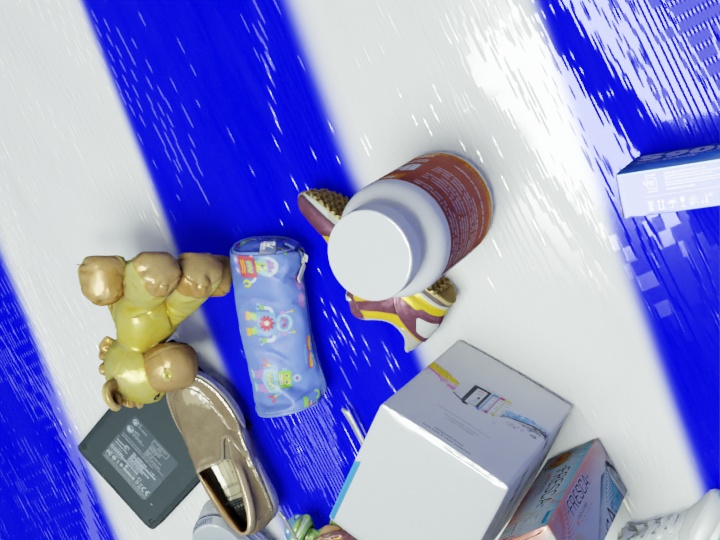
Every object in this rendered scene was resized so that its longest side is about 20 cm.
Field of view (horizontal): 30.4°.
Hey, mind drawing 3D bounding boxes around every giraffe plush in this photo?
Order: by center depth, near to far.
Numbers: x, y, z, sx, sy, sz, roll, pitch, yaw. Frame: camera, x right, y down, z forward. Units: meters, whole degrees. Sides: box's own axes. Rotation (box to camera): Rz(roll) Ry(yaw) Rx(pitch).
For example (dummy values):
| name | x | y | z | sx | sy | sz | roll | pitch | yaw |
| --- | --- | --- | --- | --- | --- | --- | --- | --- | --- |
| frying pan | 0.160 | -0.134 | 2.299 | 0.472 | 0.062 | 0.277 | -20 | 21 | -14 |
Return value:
| name | x | y | z | sx | sy | sz | roll | pitch | yaw |
| --- | --- | --- | --- | --- | --- | --- | --- | --- | --- |
| giraffe plush | -0.232 | 0.068 | 1.429 | 0.199 | 0.172 | 0.164 | -5 | 86 | 44 |

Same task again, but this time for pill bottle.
| name | x | y | z | sx | sy | sz | roll | pitch | yaw |
| --- | --- | --- | --- | --- | --- | --- | --- | --- | --- |
| pill bottle | 0.047 | -0.041 | 1.271 | 0.111 | 0.200 | 0.113 | 7 | 109 | 22 |

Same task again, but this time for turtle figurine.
| name | x | y | z | sx | sy | sz | roll | pitch | yaw |
| --- | --- | --- | --- | --- | --- | --- | --- | --- | --- |
| turtle figurine | 0.005 | 0.298 | 1.430 | 0.193 | 0.144 | 0.201 | 26 | 119 | 11 |

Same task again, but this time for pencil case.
| name | x | y | z | sx | sy | sz | roll | pitch | yaw |
| --- | --- | --- | --- | --- | --- | --- | --- | --- | --- |
| pencil case | -0.087 | 0.058 | 1.435 | 0.086 | 0.078 | 0.202 | -4 | 104 | 19 |

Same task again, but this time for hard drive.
| name | x | y | z | sx | sy | sz | roll | pitch | yaw |
| --- | --- | --- | --- | --- | --- | --- | --- | --- | --- |
| hard drive | -0.235 | 0.197 | 1.573 | 0.140 | 0.033 | 0.200 | 46 | 119 | 6 |

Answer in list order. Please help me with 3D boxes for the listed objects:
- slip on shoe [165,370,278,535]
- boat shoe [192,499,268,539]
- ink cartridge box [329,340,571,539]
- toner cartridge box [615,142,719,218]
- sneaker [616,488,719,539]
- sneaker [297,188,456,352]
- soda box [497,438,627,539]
| name | x | y | z | sx | sy | sz | roll | pitch | yaw |
| --- | --- | --- | --- | --- | --- | --- | --- | --- | --- |
| slip on shoe | -0.162 | 0.205 | 1.487 | 0.076 | 0.061 | 0.201 | -25 | 93 | 25 |
| boat shoe | -0.115 | 0.343 | 1.544 | 0.073 | 0.066 | 0.201 | -29 | 113 | 18 |
| ink cartridge box | 0.093 | 0.190 | 1.322 | 0.144 | 0.200 | 0.148 | 31 | 117 | 15 |
| toner cartridge box | 0.336 | -0.089 | 1.181 | 0.198 | 0.095 | 0.044 | -8 | 103 | 26 |
| sneaker | 0.295 | 0.286 | 1.328 | 0.081 | 0.076 | 0.201 | 40 | 116 | 11 |
| sneaker | 0.000 | 0.000 | 1.378 | 0.200 | 0.075 | 0.090 | 40 | 113 | 10 |
| soda box | 0.198 | 0.240 | 1.287 | 0.063 | 0.200 | 0.069 | -28 | 95 | 29 |
